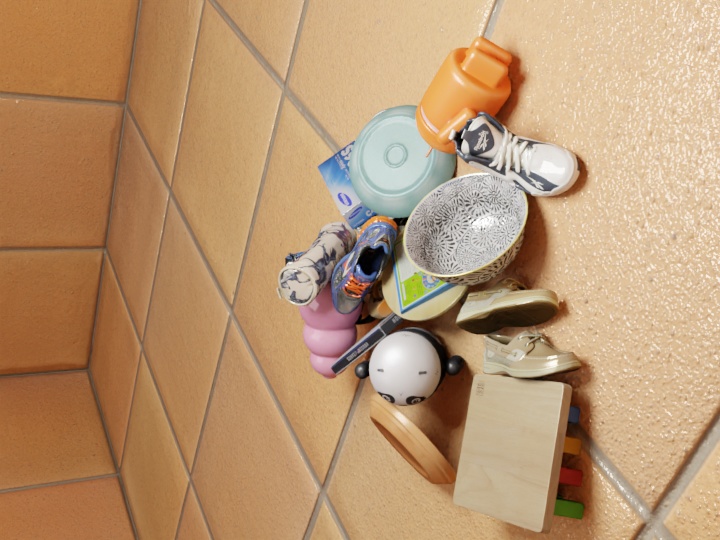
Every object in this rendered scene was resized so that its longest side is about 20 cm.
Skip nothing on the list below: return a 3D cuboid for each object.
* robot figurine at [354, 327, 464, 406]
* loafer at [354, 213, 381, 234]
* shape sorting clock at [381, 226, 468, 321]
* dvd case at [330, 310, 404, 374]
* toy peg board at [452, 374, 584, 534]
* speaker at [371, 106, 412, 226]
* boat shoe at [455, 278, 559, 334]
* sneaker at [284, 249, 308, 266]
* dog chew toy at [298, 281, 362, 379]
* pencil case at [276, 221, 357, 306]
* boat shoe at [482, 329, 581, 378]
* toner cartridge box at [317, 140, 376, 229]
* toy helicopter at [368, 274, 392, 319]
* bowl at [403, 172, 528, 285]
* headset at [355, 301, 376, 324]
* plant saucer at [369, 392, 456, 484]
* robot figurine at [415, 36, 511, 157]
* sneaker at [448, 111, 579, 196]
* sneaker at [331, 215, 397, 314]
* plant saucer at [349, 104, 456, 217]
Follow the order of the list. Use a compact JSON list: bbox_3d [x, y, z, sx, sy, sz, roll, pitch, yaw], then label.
[{"bbox_3d":[0.082,0.162,1.408,0.150,0.200,0.125,-43,82,8],"label":"robot figurine"},{"bbox_3d":[0.011,-0.101,1.614,0.070,0.075,0.201,56,-171,-36],"label":"loafer"},{"bbox_3d":[0.117,-0.010,1.410,0.199,0.039,0.202,-25,52,37],"label":"shape sorting clock"},{"bbox_3d":[0.038,0.108,1.518,0.025,0.150,0.200,50,142,2],"label":"dvd case"},{"bbox_3d":[0.248,0.267,1.232,0.199,0.097,0.202,-4,72,59],"label":"toy peg board"},{"bbox_3d":[0.073,-0.184,1.503,0.081,0.080,0.203,-30,65,56],"label":"speaker"},{"bbox_3d":[0.220,0.047,1.268,0.199,0.074,0.067,-17,52,52],"label":"boat shoe"},{"bbox_3d":[-0.113,-0.007,1.822,0.200,0.088,0.080,-36,62,54],"label":"sneaker"},{"bbox_3d":[-0.059,0.111,1.613,0.124,0.123,0.203,27,120,56],"label":"dog chew toy"},{"bbox_3d":[-0.079,-0.014,1.540,0.089,0.200,0.078,-25,105,36],"label":"pencil case"},{"bbox_3d":[0.244,0.121,1.232,0.199,0.071,0.066,171,96,-65],"label":"boat shoe"},{"bbox_3d":[-0.013,-0.167,1.607,0.095,0.043,0.201,-35,37,6],"label":"toner cartridge box"},{"bbox_3d":[0.071,0.003,1.509,0.201,0.078,0.133,-58,20,21],"label":"toy helicopter"},{"bbox_3d":[0.174,-0.046,1.290,0.199,0.094,0.202,-17,47,19],"label":"bowl"},{"bbox_3d":[-0.019,0.043,1.702,0.198,0.093,0.125,1,95,44],"label":"headset"},{"bbox_3d":[0.082,0.294,1.427,0.200,0.037,0.200,46,169,11],"label":"plant saucer"},{"bbox_3d":[0.158,-0.265,1.316,0.201,0.115,0.145,-56,46,45],"label":"robot figurine"},{"bbox_3d":[0.207,-0.169,1.200,0.199,0.129,0.080,37,107,46],"label":"sneaker"},{"bbox_3d":[0.000,0.000,1.455,0.079,0.074,0.201,-86,19,-57],"label":"sneaker"},{"bbox_3d":[0.066,-0.194,1.445,0.197,0.036,0.203,-4,80,21],"label":"plant saucer"}]
